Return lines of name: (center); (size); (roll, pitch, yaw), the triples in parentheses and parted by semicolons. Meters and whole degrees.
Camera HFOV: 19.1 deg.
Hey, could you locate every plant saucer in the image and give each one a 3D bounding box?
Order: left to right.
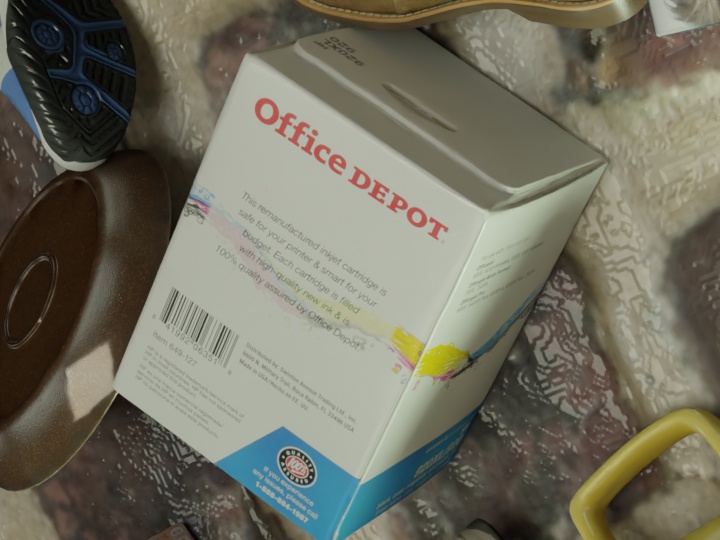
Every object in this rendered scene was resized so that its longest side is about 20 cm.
plant saucer: (-0.170, 0.021, 1.173); (0.200, 0.032, 0.201); (-37, 40, 39)

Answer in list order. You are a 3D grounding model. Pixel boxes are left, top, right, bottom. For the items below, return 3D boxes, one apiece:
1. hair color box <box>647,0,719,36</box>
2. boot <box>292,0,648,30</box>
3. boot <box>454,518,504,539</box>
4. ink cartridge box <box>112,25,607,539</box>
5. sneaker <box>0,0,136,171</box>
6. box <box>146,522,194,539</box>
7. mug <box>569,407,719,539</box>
hair color box: (0.166, -0.216, 0.968); (0.099, 0.060, 0.201); (-10, 97, 33)
boot: (0.041, -0.163, 1.032); (0.199, 0.074, 0.076); (3, 148, 32)
boot: (0.051, 0.239, 1.078); (0.150, 0.073, 0.201); (-30, 59, -3)
ink cartridge box: (0.000, 0.000, 1.071); (0.147, 0.144, 0.201); (35, 118, 18)
sneaker: (-0.187, -0.136, 1.196); (0.077, 0.075, 0.201); (-48, 58, 42)
box: (-0.152, 0.234, 1.190); (0.095, 0.200, 0.103); (-44, 78, 32)
mug: (0.178, 0.166, 1.011); (0.187, 0.149, 0.153); (48, 113, 5)
